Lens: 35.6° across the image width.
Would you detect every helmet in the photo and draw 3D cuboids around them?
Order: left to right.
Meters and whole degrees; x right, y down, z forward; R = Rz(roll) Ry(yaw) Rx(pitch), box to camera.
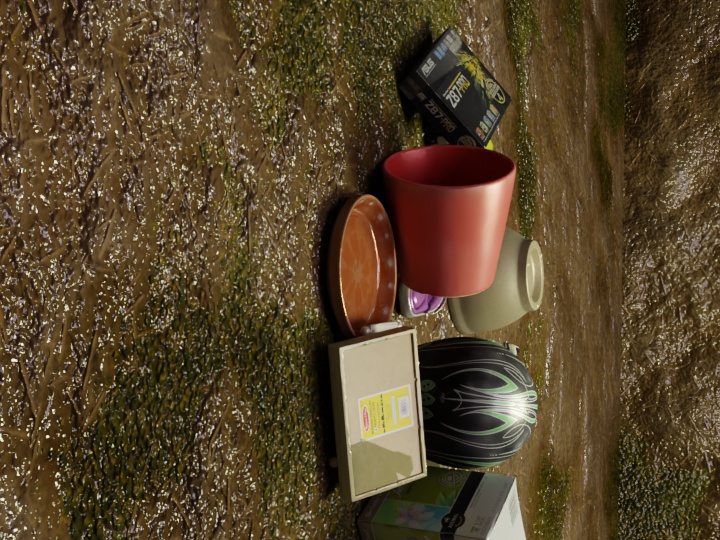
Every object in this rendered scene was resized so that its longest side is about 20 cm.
[{"bbox_3d":[0.150,0.184,1.560,0.200,0.188,0.203,2,90,-73],"label":"helmet"}]

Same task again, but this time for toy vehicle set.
[{"bbox_3d":[0.023,0.183,1.443,0.123,0.026,0.203,-10,100,-34],"label":"toy vehicle set"}]

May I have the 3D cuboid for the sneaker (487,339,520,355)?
[{"bbox_3d":[0.256,0.226,2.026,0.076,0.087,0.203,-38,125,-64],"label":"sneaker"}]

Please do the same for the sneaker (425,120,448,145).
[{"bbox_3d":[0.152,-0.163,1.823,0.090,0.066,0.203,-14,99,-64],"label":"sneaker"}]

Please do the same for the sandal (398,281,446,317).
[{"bbox_3d":[0.112,0.032,1.741,0.202,0.049,0.084,-36,122,-63],"label":"sandal"}]

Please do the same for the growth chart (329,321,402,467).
[{"bbox_3d":[0.013,0.162,1.498,0.144,0.018,0.203,20,82,-67],"label":"growth chart"}]

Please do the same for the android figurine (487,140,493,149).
[{"bbox_3d":[0.198,-0.213,1.954,0.200,0.041,0.185,28,64,-70],"label":"android figurine"}]

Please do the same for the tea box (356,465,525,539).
[{"bbox_3d":[0.121,0.393,1.557,0.134,0.194,0.202,-51,136,-50],"label":"tea box"}]

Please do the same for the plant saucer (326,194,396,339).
[{"bbox_3d":[0.000,0.000,1.503,0.200,0.032,0.203,-1,90,-66],"label":"plant saucer"}]

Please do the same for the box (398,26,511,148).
[{"bbox_3d":[0.153,-0.279,1.766,0.161,0.049,0.200,46,36,-8],"label":"box"}]

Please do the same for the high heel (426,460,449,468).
[{"bbox_3d":[0.120,0.235,1.717,0.143,0.071,0.202,-45,121,-51],"label":"high heel"}]

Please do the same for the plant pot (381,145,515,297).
[{"bbox_3d":[0.128,-0.070,1.631,0.200,0.198,0.180,-46,138,-59],"label":"plant pot"}]

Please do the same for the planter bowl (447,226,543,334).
[{"bbox_3d":[0.241,0.008,1.943,0.200,0.133,0.203,-2,90,-67],"label":"planter bowl"}]
